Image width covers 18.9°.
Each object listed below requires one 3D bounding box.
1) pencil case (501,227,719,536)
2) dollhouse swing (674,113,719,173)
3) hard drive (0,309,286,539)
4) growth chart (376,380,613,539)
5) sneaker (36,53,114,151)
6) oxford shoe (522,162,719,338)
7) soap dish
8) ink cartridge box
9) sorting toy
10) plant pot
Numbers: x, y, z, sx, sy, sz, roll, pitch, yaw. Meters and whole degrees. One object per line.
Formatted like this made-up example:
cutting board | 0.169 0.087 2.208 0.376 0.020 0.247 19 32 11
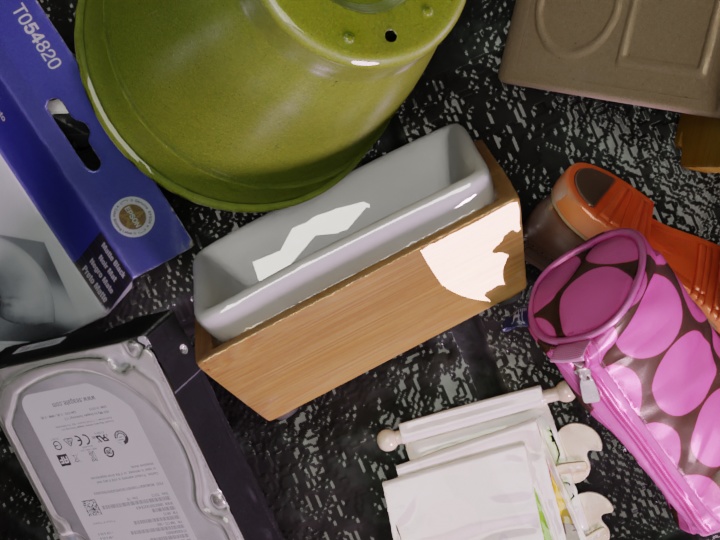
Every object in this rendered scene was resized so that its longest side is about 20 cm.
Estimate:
pencil case | 0.170 0.071 1.229 0.091 0.094 0.200 -21 129 30
dollhouse swing | 0.298 -0.126 1.215 0.176 0.200 0.182 14 91 -6
hard drive | -0.126 0.128 1.260 0.140 0.038 0.200 -12 111 35
growth chart | 0.084 0.173 1.316 0.144 0.018 0.200 -7 90 2
sneaker | -0.191 -0.079 1.305 0.200 0.073 0.112 20 98 7
oxford shoe | 0.184 0.018 1.296 0.200 0.071 0.073 38 125 -5
soap dish | 0.000 0.000 1.255 0.200 0.157 0.081 -28 106 3
ink cartridge box | -0.232 -0.041 1.263 0.200 0.041 0.200 -27 112 14
sorting toy | 0.169 -0.186 1.239 0.036 0.200 0.185 13 92 -38
plant pot | -0.035 -0.149 1.194 0.200 0.193 0.201 5 78 -23
